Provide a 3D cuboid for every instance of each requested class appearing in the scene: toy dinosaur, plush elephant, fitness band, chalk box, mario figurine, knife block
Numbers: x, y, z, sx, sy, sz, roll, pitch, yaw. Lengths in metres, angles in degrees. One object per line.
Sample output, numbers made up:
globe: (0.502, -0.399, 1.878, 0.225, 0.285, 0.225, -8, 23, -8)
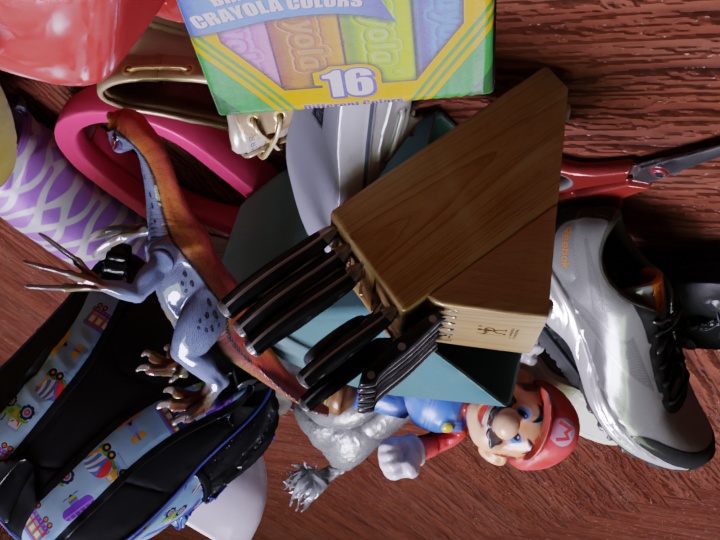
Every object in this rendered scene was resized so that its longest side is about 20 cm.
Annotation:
toy dinosaur: (-0.109, -0.008, 0.753, 0.197, 0.184, 0.105, 3, -153, -17)
plush elephant: (-0.034, 0.094, 1.095, 0.155, 0.200, 0.165, 47, 180, -1)
fitness band: (-0.137, -0.078, 0.912, 0.142, 0.038, 0.200, -4, 151, 39)
chalk box: (-0.014, -0.162, 0.436, 0.122, 0.126, 0.200, -4, 156, 4)
mario figurine: (0.074, 0.099, 0.932, 0.197, 0.107, 0.124, 17, 131, 5)
knife block: (0.019, -0.020, 0.663, 0.173, 0.203, 0.064, 9, 159, 1)

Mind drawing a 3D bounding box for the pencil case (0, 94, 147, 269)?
pencil case: (-0.236, -0.056, 0.984, 0.200, 0.084, 0.086, 42, -177, -43)

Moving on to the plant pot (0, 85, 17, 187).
plant pot: (-0.356, -0.091, 0.810, 0.198, 0.142, 0.202, 20, 138, 19)

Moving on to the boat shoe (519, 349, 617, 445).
boat shoe: (0.148, 0.075, 1.002, 0.198, 0.062, 0.073, 28, 136, -9)

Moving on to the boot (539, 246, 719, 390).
boot: (0.232, 0.042, 0.872, 0.198, 0.066, 0.164, -9, 148, 42)

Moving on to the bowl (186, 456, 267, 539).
bowl: (-0.161, 0.135, 1.048, 0.199, 0.075, 0.200, 36, -173, -17)

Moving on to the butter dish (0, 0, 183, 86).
butter dish: (-0.177, -0.157, 0.587, 0.198, 0.149, 0.200, 21, 160, -7)

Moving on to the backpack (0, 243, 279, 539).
backpack: (-0.176, 0.115, 0.870, 0.182, 0.200, 0.135, 38, 161, 16)

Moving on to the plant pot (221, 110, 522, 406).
plant pot: (0.000, 0.000, 0.829, 0.198, 0.143, 0.141, -4, 150, 42)

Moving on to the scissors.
scissors: (0.177, -0.058, 0.735, 0.198, 0.014, 0.073, -4, 148, 43)

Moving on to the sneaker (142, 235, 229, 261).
sneaker: (-0.082, 0.014, 0.996, 0.197, 0.074, 0.071, 8, 176, -3)

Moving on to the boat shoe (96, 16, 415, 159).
boat shoe: (-0.067, -0.103, 0.738, 0.197, 0.070, 0.074, 16, 159, 7)

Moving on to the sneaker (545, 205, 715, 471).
sneaker: (0.180, 0.047, 0.786, 0.079, 0.074, 0.201, -22, 106, 44)

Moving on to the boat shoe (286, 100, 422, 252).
boat shoe: (0.004, -0.087, 0.662, 0.065, 0.074, 0.201, -17, 149, -21)
